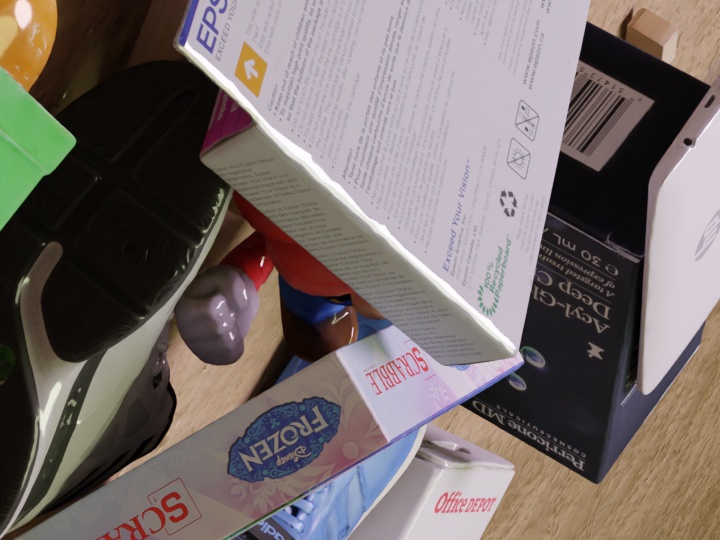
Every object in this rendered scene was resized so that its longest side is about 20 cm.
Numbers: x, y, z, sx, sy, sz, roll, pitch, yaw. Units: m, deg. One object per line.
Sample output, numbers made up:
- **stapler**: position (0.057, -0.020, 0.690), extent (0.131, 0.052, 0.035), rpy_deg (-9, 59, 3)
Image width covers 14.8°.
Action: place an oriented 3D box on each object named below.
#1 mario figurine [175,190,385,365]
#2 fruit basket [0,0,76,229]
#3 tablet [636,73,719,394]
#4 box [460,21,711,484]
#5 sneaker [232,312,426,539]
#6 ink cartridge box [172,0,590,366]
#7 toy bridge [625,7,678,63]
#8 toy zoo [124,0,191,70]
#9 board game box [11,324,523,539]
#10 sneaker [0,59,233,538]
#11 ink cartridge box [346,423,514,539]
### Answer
- **mario figurine**: position (0.000, 0.000, 1.083), extent (0.124, 0.106, 0.200), rpy_deg (-64, 169, -8)
- **fruit basket**: position (-0.124, -0.101, 0.748), extent (0.185, 0.094, 0.200), rpy_deg (48, 56, -72)
- **tablet**: position (0.162, -0.035, 1.240), extent (0.130, 0.014, 0.200), rpy_deg (-54, 160, -22)
- **box**: position (0.087, -0.018, 1.325), extent (0.107, 0.148, 0.200), rpy_deg (-51, 160, -28)
- **sneaker**: position (-0.033, 0.105, 1.295), extent (0.200, 0.077, 0.111), rpy_deg (-59, 173, 16)
- **ink cartridge box**: position (0.006, -0.099, 0.971), extent (0.200, 0.043, 0.197), rpy_deg (41, 51, -39)
- **toy bridge**: position (0.114, -0.053, 1.550), extent (0.200, 0.027, 0.067), rpy_deg (-54, 163, -21)
- **toy zoo**: position (-0.022, -0.092, 1.057), extent (0.200, 0.020, 0.131), rpy_deg (-30, 153, -49)
- **board game box**: position (-0.050, 0.081, 1.077), extent (0.199, 0.041, 0.200), rpy_deg (-31, 177, 19)
- **sneaker**: position (-0.093, 0.009, 0.998), extent (0.201, 0.076, 0.115), rpy_deg (-56, 167, 16)
- **ink cartridge box**: position (-0.014, 0.169, 1.438), extent (0.200, 0.083, 0.145), rpy_deg (-63, 162, 4)
